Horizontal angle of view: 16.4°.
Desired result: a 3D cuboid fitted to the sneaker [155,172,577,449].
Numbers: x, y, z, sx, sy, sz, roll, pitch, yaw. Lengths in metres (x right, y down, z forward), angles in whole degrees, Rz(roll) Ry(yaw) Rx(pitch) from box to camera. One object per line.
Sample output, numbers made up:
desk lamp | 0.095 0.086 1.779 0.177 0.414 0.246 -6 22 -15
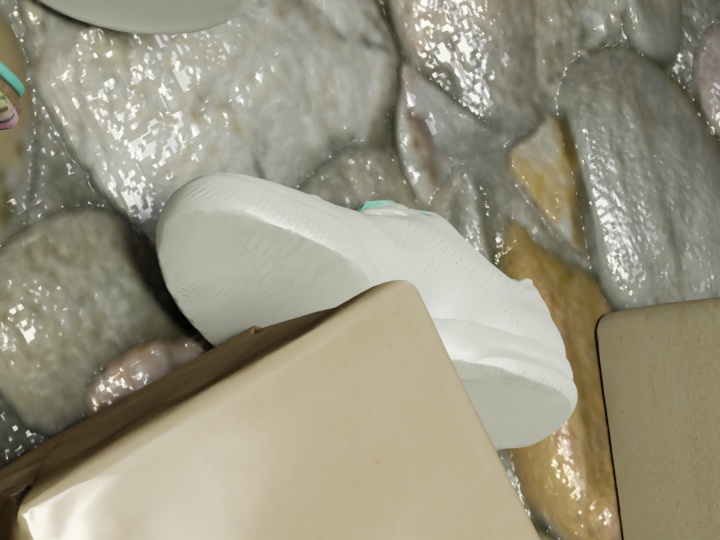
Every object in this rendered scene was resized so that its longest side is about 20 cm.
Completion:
sneaker | 0.000 0.000 0.993 0.200 0.075 0.089 28 41 -33

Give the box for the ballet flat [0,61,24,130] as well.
ballet flat | -0.208 -0.096 0.840 0.200 0.069 0.071 42 70 -19

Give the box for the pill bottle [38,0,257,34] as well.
pill bottle | -0.074 -0.202 0.956 0.113 0.113 0.200 27 58 -32

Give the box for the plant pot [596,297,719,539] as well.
plant pot | 0.245 0.100 1.093 0.199 0.177 0.200 7 70 -40

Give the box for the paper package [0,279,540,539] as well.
paper package | -0.028 0.132 0.871 0.190 0.103 0.200 -30 98 -35
